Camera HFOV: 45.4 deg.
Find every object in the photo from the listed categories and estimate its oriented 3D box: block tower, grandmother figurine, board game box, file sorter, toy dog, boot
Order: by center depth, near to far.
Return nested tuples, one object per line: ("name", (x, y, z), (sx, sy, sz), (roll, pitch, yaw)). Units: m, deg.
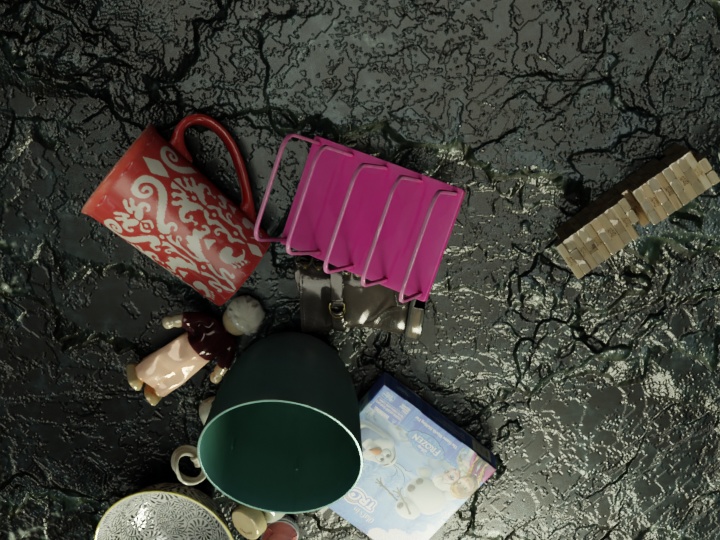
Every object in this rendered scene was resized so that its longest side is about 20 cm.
("file sorter", (-0.004, -0.062, 0.989), (0.198, 0.125, 0.141), (22, 98, 15))
("block tower", (0.328, -0.075, 1.048), (0.199, 0.058, 0.054), (-37, 104, 12))
("boot", (0.000, 0.000, 1.084), (0.172, 0.069, 0.203), (6, 106, 4))
("grandmother figurine", (-0.214, 0.097, 1.134), (0.199, 0.061, 0.121), (-32, 132, 9))
("toy dog", (-0.144, 0.264, 1.157), (0.096, 0.133, 0.200), (-22, 118, 40))
("board game box", (0.049, 0.274, 1.186), (0.199, 0.043, 0.200), (37, 108, -9))

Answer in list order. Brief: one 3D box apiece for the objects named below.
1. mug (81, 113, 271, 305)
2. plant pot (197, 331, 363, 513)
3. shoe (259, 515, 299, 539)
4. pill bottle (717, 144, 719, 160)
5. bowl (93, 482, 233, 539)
("mug", (-0.202, -0.075, 1.036), (0.200, 0.134, 0.178), (40, 108, -14))
("plant pot", (-0.091, 0.176, 1.082), (0.198, 0.162, 0.203), (2, 127, 3))
("shoe", (-0.134, 0.457, 1.231), (0.071, 0.091, 0.202), (14, 109, -2))
("pill bottle", (0.502, -0.070, 1.011), (0.110, 0.111, 0.202), (-21, 107, 10))
("bowl", (-0.261, 0.370, 1.206), (0.198, 0.094, 0.203), (1, 109, 4))
